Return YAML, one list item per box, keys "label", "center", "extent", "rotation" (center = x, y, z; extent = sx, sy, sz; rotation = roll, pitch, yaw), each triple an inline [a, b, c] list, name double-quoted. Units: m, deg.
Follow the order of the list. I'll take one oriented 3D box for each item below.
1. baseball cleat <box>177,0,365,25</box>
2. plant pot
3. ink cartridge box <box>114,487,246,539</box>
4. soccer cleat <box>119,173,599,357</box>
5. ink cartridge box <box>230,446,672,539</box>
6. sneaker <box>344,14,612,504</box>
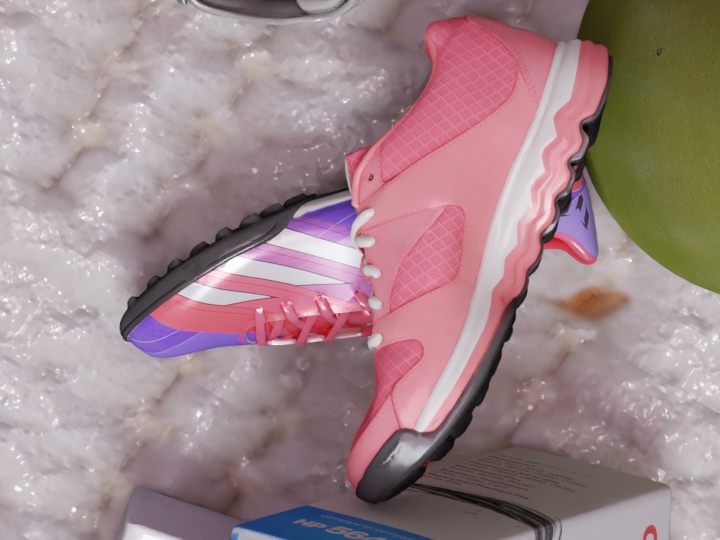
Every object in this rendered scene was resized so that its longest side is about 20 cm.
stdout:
- label: "baseball cleat"
  center: [0.023, -0.136, 1.155]
  extent: [0.200, 0.106, 0.070]
  rotation: [-19, 113, 6]
- label: "plant pot"
  center: [0.185, -0.063, 1.127]
  extent: [0.187, 0.200, 0.187]
  rotation: [0, 99, -2]
- label: "ink cartridge box"
  center: [-0.074, 0.207, 1.226]
  extent: [0.116, 0.068, 0.200]
  rotation: [18, 98, -5]
- label: "soccer cleat"
  center: [0.000, 0.000, 1.192]
  extent: [0.200, 0.068, 0.073]
  rotation: [-24, 84, -2]
- label: "ink cartridge box"
  center: [0.036, 0.160, 1.153]
  extent: [0.084, 0.200, 0.146]
  rotation: [11, 103, 36]
- label: "sneaker"
  center: [0.026, -0.008, 1.139]
  extent: [0.087, 0.074, 0.200]
  rotation: [23, 80, 6]
